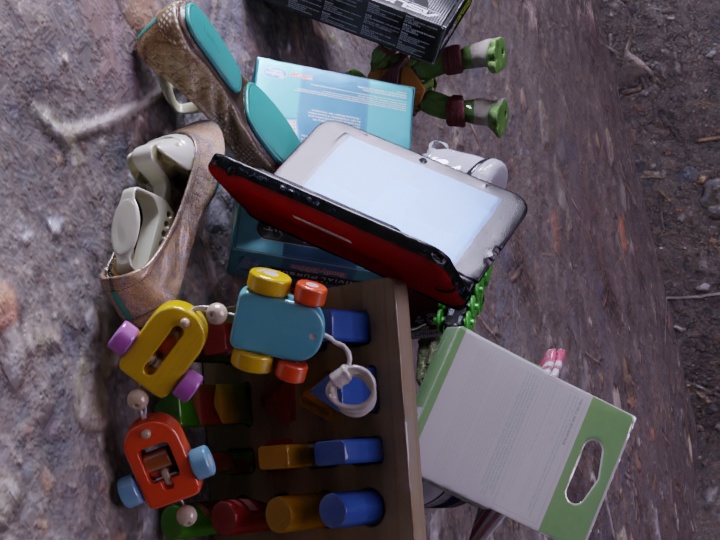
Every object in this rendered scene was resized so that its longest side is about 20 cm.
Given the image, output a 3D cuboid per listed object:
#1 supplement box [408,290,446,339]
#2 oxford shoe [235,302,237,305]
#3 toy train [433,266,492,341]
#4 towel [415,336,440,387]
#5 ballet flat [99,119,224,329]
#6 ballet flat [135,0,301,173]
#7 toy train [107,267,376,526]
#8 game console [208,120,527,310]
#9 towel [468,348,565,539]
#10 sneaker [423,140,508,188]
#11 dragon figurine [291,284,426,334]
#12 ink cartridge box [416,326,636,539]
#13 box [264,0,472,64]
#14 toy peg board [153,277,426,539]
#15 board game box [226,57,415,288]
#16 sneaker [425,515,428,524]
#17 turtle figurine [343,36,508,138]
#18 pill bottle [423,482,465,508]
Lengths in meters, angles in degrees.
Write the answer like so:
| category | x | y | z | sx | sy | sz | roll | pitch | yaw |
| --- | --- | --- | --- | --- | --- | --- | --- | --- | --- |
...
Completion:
| category | x | y | z | sx | sy | sz | roll | pitch | yaw |
| --- | --- | --- | --- | --- | --- | --- | --- | --- | --- |
| supplement box | 0.020 | -0.024 | 1.315 | 0.061 | 0.108 | 0.201 | -65 | 141 | -55 |
| oxford shoe | -0.071 | 0.110 | 1.066 | 0.058 | 0.074 | 0.202 | 141 | -59 | -83 |
| toy train | 0.111 | 0.023 | 1.337 | 0.200 | 0.041 | 0.057 | -67 | 155 | -55 |
| towel | 0.112 | 0.128 | 1.337 | 0.149 | 0.036 | 0.200 | 51 | 13 | -6 |
| ballet flat | -0.148 | -0.053 | 0.956 | 0.067 | 0.068 | 0.201 | 50 | 36 | -42 |
| ballet flat | -0.116 | -0.136 | 1.058 | 0.200 | 0.065 | 0.071 | 54 | 26 | -37 |
| toy train | -0.094 | 0.081 | 0.906 | 0.056 | 0.199 | 0.151 | -93 | 157 | -77 |
| game console | 0.011 | -0.065 | 0.986 | 0.119 | 0.199 | 0.172 | -63 | 161 | -9 |
| towel | 0.170 | 0.195 | 1.375 | 0.147 | 0.030 | 0.201 | 111 | 2 | -49 |
| sneaker | 0.086 | -0.061 | 1.553 | 0.201 | 0.114 | 0.075 | -59 | 151 | -3 |
| dragon figurine | 0.000 | 0.000 | 1.217 | 0.199 | 0.099 | 0.059 | 35 | 42 | -15 |
| ink cartridge box | 0.145 | 0.161 | 1.224 | 0.146 | 0.199 | 0.048 | -65 | -170 | -11 |
| box | 0.008 | -0.287 | 1.270 | 0.193 | 0.199 | 0.048 | -59 | 170 | -59 |
| toy peg board | -0.065 | 0.116 | 0.954 | 0.097 | 0.198 | 0.202 | 6 | 77 | -52 |
| board game box | -0.033 | -0.083 | 1.147 | 0.047 | 0.150 | 0.202 | 117 | -19 | -61 |
| sneaker | 0.045 | 0.331 | 1.298 | 0.075 | 0.080 | 0.202 | -48 | 128 | -65 |
| turtle figurine | 0.047 | -0.187 | 1.326 | 0.200 | 0.192 | 0.145 | 42 | 52 | -64 |
| pill bottle | 0.061 | 0.188 | 1.336 | 0.200 | 0.115 | 0.117 | 25 | 59 | -66 |
